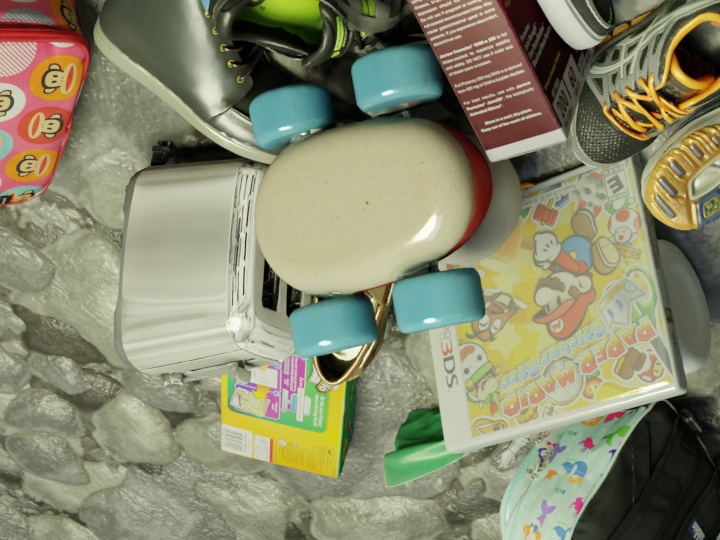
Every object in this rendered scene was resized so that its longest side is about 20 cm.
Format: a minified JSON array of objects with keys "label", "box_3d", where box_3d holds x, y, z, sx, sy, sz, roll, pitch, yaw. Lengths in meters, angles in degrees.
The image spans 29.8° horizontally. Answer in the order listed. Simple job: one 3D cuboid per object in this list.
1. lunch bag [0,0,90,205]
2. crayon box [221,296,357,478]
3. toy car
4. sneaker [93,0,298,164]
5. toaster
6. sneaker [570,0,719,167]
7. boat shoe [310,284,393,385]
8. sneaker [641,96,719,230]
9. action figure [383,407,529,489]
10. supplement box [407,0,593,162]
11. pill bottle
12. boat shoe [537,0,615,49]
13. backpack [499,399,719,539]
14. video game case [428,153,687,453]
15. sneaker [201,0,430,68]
[{"label":"lunch bag","box_3d":[-0.309,-0.133,1.027,0.174,0.083,0.201,-4,144,-31]},{"label":"crayon box","box_3d":[-0.063,0.094,1.220,0.117,0.059,0.201,13,134,7]},{"label":"toy car","box_3d":[0.042,-0.047,0.981,0.175,0.199,0.187,-15,84,34]},{"label":"sneaker","box_3d":[-0.094,-0.160,0.986,0.199,0.075,0.106,30,134,-8]},{"label":"toaster","box_3d":[-0.112,-0.009,1.069,0.128,0.203,0.113,-5,163,27]},{"label":"sneaker","box_3d":[0.204,-0.132,0.907,0.078,0.078,0.200,29,136,-10]},{"label":"boat shoe","box_3d":[0.000,0.000,1.066,0.075,0.074,0.202,10,111,6]},{"label":"sneaker","box_3d":[0.274,-0.108,0.914,0.199,0.088,0.076,-31,102,13]},{"label":"action figure","box_3d":[0.120,0.128,1.168,0.199,0.119,0.055,-26,113,24]},{"label":"supplement box","box_3d":[0.078,-0.185,0.869,0.060,0.109,0.201,-14,122,31]},{"label":"pill bottle","box_3d":[0.167,0.052,1.070,0.198,0.105,0.105,-20,123,33]},{"label":"boat shoe","box_3d":[0.130,-0.233,0.843,0.066,0.070,0.201,-10,120,29]},{"label":"backpack","box_3d":[0.209,0.221,1.147,0.150,0.201,0.178,-4,134,49]},{"label":"video game case","box_3d":[0.136,0.026,1.019,0.199,0.184,0.023,-20,158,33]},{"label":"sneaker","box_3d":[-0.011,-0.168,0.928,0.197,0.083,0.071,5,134,-13]}]
